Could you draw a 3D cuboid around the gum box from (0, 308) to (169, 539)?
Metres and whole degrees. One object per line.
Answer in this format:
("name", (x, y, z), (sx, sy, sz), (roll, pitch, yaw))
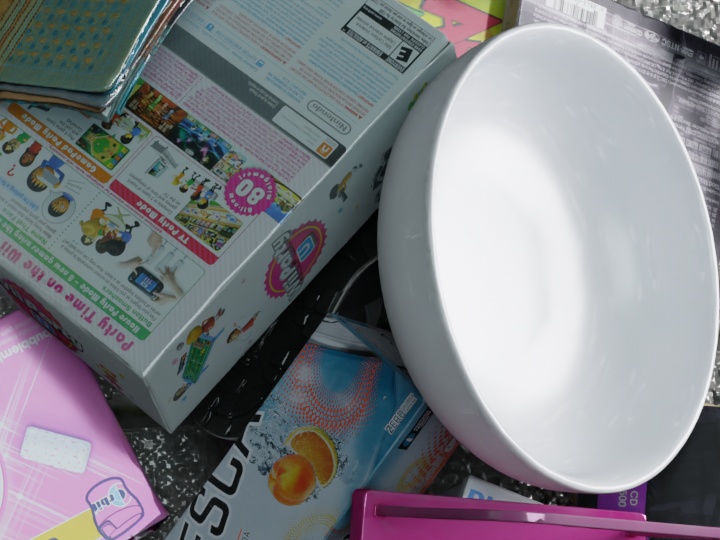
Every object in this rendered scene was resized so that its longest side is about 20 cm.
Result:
("gum box", (-0.200, 0.108, 1.130), (0.199, 0.066, 0.114), (-27, 84, -13))

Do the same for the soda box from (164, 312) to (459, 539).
("soda box", (-0.037, 0.119, 1.115), (0.063, 0.068, 0.201), (39, 98, 24))

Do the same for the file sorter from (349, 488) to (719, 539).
("file sorter", (0.077, 0.195, 1.029), (0.138, 0.125, 0.202), (7, 84, -25))

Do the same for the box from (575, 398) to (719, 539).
("box", (0.192, 0.134, 1.123), (0.198, 0.036, 0.144), (3, 80, 13))

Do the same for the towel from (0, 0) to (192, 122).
("towel", (-0.143, -0.134, 1.128), (0.147, 0.199, 0.022), (-59, 136, -24))

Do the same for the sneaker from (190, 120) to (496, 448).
("sneaker", (0.000, 0.000, 1.172), (0.076, 0.088, 0.200), (38, 89, 32))

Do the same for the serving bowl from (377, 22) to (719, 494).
("serving bowl", (0.072, -0.001, 1.092), (0.199, 0.066, 0.202), (15, 69, -45))

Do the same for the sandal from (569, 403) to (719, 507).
("sandal", (0.205, 0.111, 1.181), (0.210, 0.070, 0.078), (19, 79, -19))

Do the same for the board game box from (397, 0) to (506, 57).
("board game box", (-0.015, -0.092, 1.208), (0.198, 0.048, 0.102), (4, 79, -9))

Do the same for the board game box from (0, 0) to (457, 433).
("board game box", (-0.074, -0.054, 1.110), (0.147, 0.064, 0.200), (37, 74, 22))

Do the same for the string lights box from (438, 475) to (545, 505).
("string lights box", (0.030, 0.199, 1.138), (0.059, 0.103, 0.201), (22, 78, -4))

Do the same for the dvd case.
("dvd case", (0.115, -0.027, 1.206), (0.148, 0.016, 0.202), (18, 75, -34))
